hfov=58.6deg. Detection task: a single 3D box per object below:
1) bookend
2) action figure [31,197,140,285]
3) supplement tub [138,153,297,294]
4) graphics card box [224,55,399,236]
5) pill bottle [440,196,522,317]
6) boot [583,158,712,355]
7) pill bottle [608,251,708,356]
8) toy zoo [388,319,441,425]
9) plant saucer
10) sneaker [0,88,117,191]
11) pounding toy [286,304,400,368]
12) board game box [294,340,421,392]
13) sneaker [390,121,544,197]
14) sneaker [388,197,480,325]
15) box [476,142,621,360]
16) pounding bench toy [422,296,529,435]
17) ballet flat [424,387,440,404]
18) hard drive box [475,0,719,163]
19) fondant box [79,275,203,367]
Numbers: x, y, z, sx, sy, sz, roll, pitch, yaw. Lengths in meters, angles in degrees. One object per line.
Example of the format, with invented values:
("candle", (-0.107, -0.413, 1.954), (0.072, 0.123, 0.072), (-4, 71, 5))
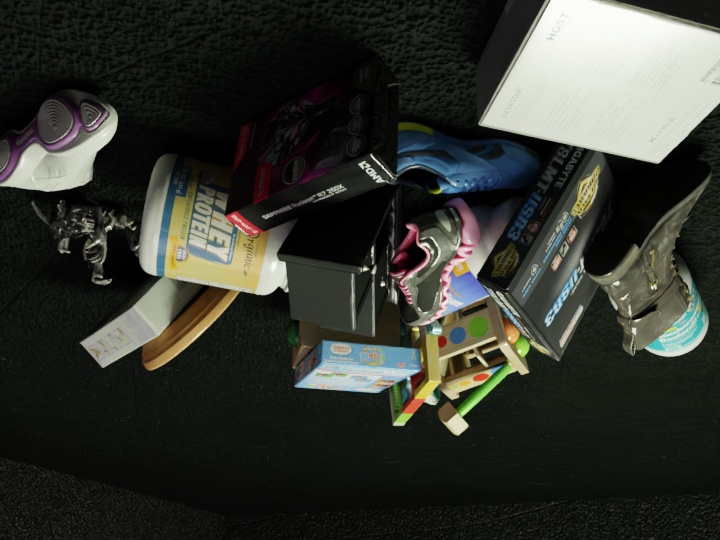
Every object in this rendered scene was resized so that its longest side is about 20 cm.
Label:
("bookend", (-0.013, 0.011, 0.751), (0.090, 0.202, 0.203), (9, 127, 13))
("action figure", (-0.348, -0.042, 0.875), (0.194, 0.105, 0.119), (7, 162, -9))
("supplement tub", (-0.159, -0.052, 0.788), (0.194, 0.148, 0.145), (10, 150, -13))
("graphics card box", (-0.052, -0.124, 0.669), (0.196, 0.128, 0.051), (-15, 145, 32))
("pill bottle", (0.143, -0.017, 0.847), (0.110, 0.115, 0.198), (23, 145, -31))
("boot", (0.361, -0.013, 0.773), (0.200, 0.069, 0.174), (-47, 124, 4))
("pill bottle", (0.419, 0.038, 0.911), (0.109, 0.113, 0.199), (-16, 145, 32))
("toy zoo", (0.079, 0.135, 0.973), (0.020, 0.134, 0.201), (4, 146, -15))
("plant saucer", (-0.262, 0.066, 0.982), (0.198, 0.201, 0.038), (-26, 110, 41))
("sneaker", (-0.337, -0.145, 0.743), (0.196, 0.077, 0.099), (-15, 164, 30))
("pounding toy", (-0.044, 0.070, 1.028), (0.194, 0.146, 0.185), (5, 159, -10))
("board game box", (-0.011, 0.151, 0.978), (0.147, 0.038, 0.200), (7, 158, -15))
("sneaker", (0.117, -0.108, 0.728), (0.194, 0.080, 0.066), (8, 149, -11))
("sneaker", (0.066, 0.000, 0.763), (0.093, 0.080, 0.202), (-18, 146, -28))
("box", (0.235, -0.023, 0.752), (0.049, 0.203, 0.198), (25, 168, 42))
("pounding bench toy", (0.184, 0.135, 0.996), (0.153, 0.204, 0.124), (-22, 144, 20))
("ballet flat", (0.097, 0.158, 1.076), (0.070, 0.202, 0.073), (2, 120, 3))
("hard drive box", (0.221, -0.190, 0.572), (0.194, 0.079, 0.157), (9, 150, -11))
("fondant box", (-0.332, 0.059, 0.994), (0.198, 0.145, 0.059), (-28, 110, 42))
